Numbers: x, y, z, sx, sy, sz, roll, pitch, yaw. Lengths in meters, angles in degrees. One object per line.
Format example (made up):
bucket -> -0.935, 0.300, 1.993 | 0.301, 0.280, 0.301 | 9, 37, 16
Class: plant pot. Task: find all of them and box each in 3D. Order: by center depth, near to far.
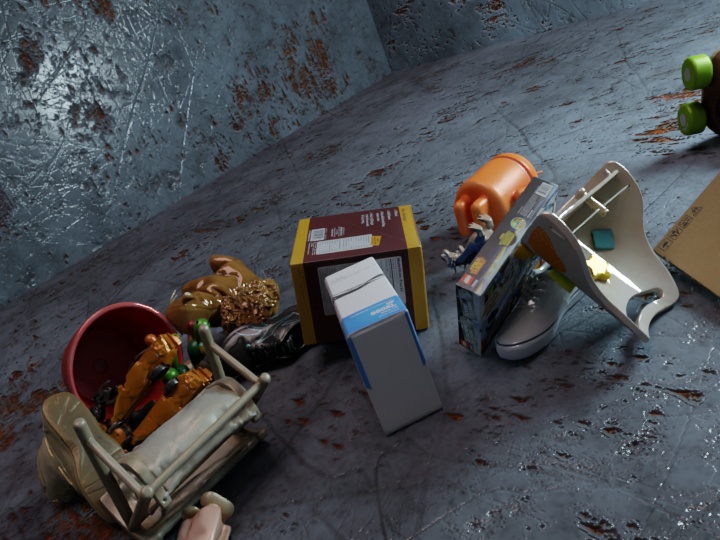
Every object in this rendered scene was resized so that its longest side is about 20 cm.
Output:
plant pot -> -0.432, 0.165, 1.123 | 0.200, 0.204, 0.175 | -40, 18, -35

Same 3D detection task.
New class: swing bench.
swing bench -> -0.222, 0.217, 0.803 | 0.128, 0.203, 0.198 | 32, 50, 21

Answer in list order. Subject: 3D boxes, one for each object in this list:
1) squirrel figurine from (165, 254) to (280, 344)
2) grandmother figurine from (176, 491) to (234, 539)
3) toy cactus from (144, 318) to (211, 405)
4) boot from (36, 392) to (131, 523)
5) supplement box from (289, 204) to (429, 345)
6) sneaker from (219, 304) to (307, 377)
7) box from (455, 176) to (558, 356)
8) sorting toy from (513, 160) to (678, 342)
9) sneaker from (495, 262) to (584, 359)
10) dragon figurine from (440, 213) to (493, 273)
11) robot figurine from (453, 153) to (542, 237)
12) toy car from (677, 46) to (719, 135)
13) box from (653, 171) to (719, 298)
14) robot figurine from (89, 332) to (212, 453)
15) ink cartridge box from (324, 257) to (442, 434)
squirrel figurine -> -0.250, 0.063, 1.167 | 0.195, 0.146, 0.186 | 7, 13, 24
grandmother figurine -> -0.178, 0.326, 0.661 | 0.121, 0.060, 0.201 | -47, 17, 23
toy cactus -> -0.295, 0.171, 1.050 | 0.100, 0.206, 0.165 | 16, -2, 8
boot -> -0.395, 0.294, 0.910 | 0.072, 0.200, 0.157 | -26, -25, -49
supplement box -> 0.000, 0.000, 1.032 | 0.194, 0.136, 0.198 | -7, 23, 2
sneaker -> -0.152, 0.120, 1.063 | 0.197, 0.077, 0.079 | -30, 25, -12
box -> 0.193, -0.005, 0.844 | 0.039, 0.139, 0.201 | 26, 61, 29
sorting toy -> 0.294, -0.008, 0.763 | 0.198, 0.181, 0.108 | -30, -17, -41
sneaker -> 0.234, 0.036, 0.847 | 0.072, 0.072, 0.199 | 1, 34, 47
dragon figurine -> 0.218, -0.024, 1.012 | 0.196, 0.102, 0.059 | 20, 42, 33
robot figurine -> 0.249, -0.135, 1.157 | 0.199, 0.117, 0.144 | -41, -8, -34
toy car -> 0.630, -0.264, 1.021 | 0.159, 0.161, 0.202 | -11, 35, 5
box -> 0.462, -0.067, 0.757 | 0.202, 0.021, 0.164 | -53, 22, 14
robot figurine -> -0.312, 0.201, 0.943 | 0.201, 0.145, 0.058 | -49, -9, 9
ink cartridge box -> 0.024, 0.089, 0.849 | 0.082, 0.148, 0.200 | -23, 22, -3
